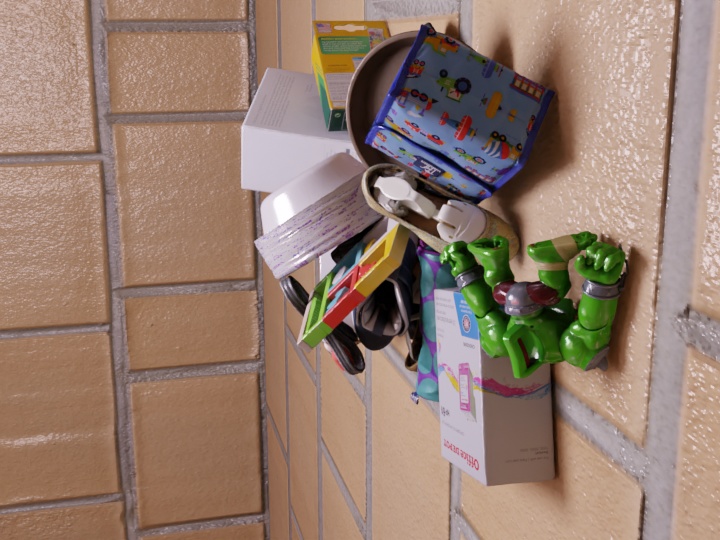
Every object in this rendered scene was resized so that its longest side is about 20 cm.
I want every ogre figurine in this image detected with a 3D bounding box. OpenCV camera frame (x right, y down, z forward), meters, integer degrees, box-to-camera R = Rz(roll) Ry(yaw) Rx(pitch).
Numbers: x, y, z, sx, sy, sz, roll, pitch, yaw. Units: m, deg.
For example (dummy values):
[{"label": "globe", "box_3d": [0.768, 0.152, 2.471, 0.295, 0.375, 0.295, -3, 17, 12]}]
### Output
[{"label": "ogre figurine", "box_3d": [0.161, 0.030, 0.883, 0.098, 0.198, 0.121, -31, -66, -57]}]

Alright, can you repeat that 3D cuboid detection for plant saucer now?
[{"label": "plant saucer", "box_3d": [0.078, -0.178, 1.095, 0.029, 0.198, 0.202, -42, -40, -57]}]

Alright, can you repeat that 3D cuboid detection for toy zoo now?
[{"label": "toy zoo", "box_3d": [0.000, 0.000, 1.150, 0.200, 0.020, 0.132, -45, 17, 25]}]

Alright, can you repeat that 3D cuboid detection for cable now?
[{"label": "cable", "box_3d": [-0.053, 0.085, 1.277, 0.200, 0.050, 0.098, 39, -153, -49]}]

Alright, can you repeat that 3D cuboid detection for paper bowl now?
[{"label": "paper bowl", "box_3d": [-0.052, -0.081, 1.256, 0.105, 0.200, 0.201, 58, 167, -5]}]

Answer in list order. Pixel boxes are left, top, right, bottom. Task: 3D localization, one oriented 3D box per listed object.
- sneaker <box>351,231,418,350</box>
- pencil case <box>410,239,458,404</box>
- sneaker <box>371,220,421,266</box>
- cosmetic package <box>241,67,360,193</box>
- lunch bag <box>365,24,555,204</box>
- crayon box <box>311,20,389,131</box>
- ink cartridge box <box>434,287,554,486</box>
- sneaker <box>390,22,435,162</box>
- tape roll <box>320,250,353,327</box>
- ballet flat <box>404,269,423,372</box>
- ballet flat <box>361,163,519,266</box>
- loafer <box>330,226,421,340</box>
[{"label": "sneaker", "box_3d": [0.023, 0.059, 1.228, 0.147, 0.076, 0.204, -79, 0, -52]}, {"label": "pencil case", "box_3d": [0.108, 0.066, 1.176, 0.092, 0.084, 0.202, 25, 118, 59]}, {"label": "sneaker", "box_3d": [0.062, -0.016, 1.411, 0.200, 0.075, 0.071, 65, -171, -63]}, {"label": "cosmetic package", "box_3d": [-0.077, -0.219, 1.531, 0.200, 0.198, 0.124, -78, -3, -51]}, {"label": "lunch bag", "box_3d": [0.091, -0.146, 1.007, 0.095, 0.150, 0.200, -65, 3, -18]}, {"label": "crayon box", "box_3d": [-0.004, -0.305, 1.472, 0.052, 0.125, 0.201, 104, 159, -53]}, {"label": "ink cartridge box", "box_3d": [0.144, 0.120, 1.035, 0.144, 0.084, 0.202, -174, 80, -76]}, {"label": "sneaker", "box_3d": [0.064, -0.223, 1.196, 0.067, 0.107, 0.203, 46, -150, -51]}, {"label": "tape roll", "box_3d": [-0.009, -0.002, 1.522, 0.202, 0.070, 0.205, -1, -90, -79]}, {"label": "ballet flat", "box_3d": [0.092, 0.054, 1.284, 0.069, 0.062, 0.202, -118, 28, -64]}, {"label": "ballet flat", "box_3d": [0.083, -0.065, 1.058, 0.199, 0.071, 0.071, 29, 134, 24]}, {"label": "loafer", "box_3d": [0.034, 0.026, 1.340, 0.201, 0.072, 0.073, 57, -148, -26]}]
